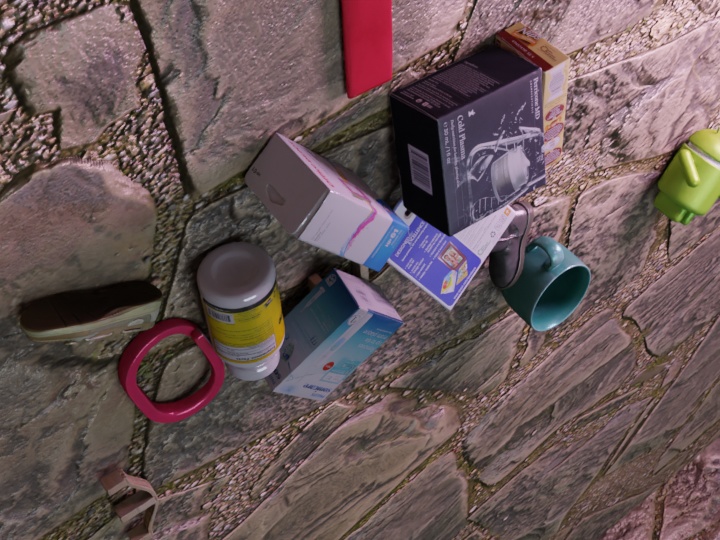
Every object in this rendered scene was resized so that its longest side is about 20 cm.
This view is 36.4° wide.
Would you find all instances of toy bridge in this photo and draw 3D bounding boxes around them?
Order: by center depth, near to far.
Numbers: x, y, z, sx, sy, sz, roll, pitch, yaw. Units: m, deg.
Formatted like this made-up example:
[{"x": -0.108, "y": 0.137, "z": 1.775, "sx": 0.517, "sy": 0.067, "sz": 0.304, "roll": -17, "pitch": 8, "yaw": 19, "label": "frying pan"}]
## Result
[{"x": 0.000, "y": 0.000, "z": 1.757, "sx": 0.198, "sy": 0.027, "sz": 0.068, "roll": -28, "pitch": 142, "yaw": -22, "label": "toy bridge"}, {"x": -0.360, "y": 0.376, "z": 1.758, "sx": 0.067, "sy": 0.027, "sz": 0.202, "roll": -31, "pitch": 144, "yaw": -19, "label": "toy bridge"}]

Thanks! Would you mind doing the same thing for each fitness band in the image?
[{"x": -0.279, "y": 0.150, "z": 1.621, "sx": 0.143, "sy": 0.037, "sz": 0.201, "roll": -35, "pitch": 143, "yaw": -9, "label": "fitness band"}]

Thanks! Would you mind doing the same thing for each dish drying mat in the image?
[{"x": 0.008, "y": -0.323, "z": 1.447, "sx": 0.076, "sy": 0.018, "sz": 0.202, "roll": -29, "pitch": 143, "yaw": -21, "label": "dish drying mat"}]

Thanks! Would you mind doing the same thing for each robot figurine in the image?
[{"x": 0.671, "y": -0.192, "z": 2.172, "sx": 0.174, "sy": 0.116, "sz": 0.202, "roll": 10, "pitch": 118, "yaw": -47, "label": "robot figurine"}]

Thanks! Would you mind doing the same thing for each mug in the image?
[{"x": 0.343, "y": 0.006, "z": 2.039, "sx": 0.150, "sy": 0.114, "sz": 0.187, "roll": -6, "pitch": 129, "yaw": -41, "label": "mug"}]

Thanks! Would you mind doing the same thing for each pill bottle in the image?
[{"x": -0.168, "y": 0.065, "z": 1.578, "sx": 0.111, "sy": 0.113, "sz": 0.202, "roll": -29, "pitch": 143, "yaw": -21, "label": "pill bottle"}]

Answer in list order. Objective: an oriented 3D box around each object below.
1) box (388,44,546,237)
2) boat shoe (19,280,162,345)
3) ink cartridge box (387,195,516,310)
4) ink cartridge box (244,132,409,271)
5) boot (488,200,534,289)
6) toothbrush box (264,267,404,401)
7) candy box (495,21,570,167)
[{"x": 0.162, "y": -0.193, "z": 1.615, "sx": 0.195, "sy": 0.124, "sz": 0.203, "roll": -29, "pitch": 130, "yaw": -24, "label": "box"}, {"x": -0.350, "y": 0.066, "z": 1.431, "sx": 0.199, "sy": 0.073, "sz": 0.064, "roll": -18, "pitch": 133, "yaw": -44, "label": "boat shoe"}, {"x": 0.128, "y": -0.071, "z": 1.753, "sx": 0.199, "sy": 0.047, "sz": 0.199, "roll": 37, "pitch": 87, "yaw": -28, "label": "ink cartridge box"}, {"x": -0.045, "y": -0.092, "z": 1.514, "sx": 0.085, "sy": 0.145, "sz": 0.199, "roll": -53, "pitch": 145, "yaw": 13, "label": "ink cartridge box"}, {"x": 0.206, "y": -0.037, "z": 1.894, "sx": 0.198, "sy": 0.072, "sz": 0.185, "roll": -17, "pitch": 123, "yaw": -44, "label": "boot"}, {"x": -0.053, "y": 0.106, "z": 1.732, "sx": 0.200, "sy": 0.086, "sz": 0.146, "roll": -43, "pitch": 150, "yaw": 15, "label": "toothbrush box"}, {"x": 0.259, "y": -0.263, "z": 1.677, "sx": 0.055, "sy": 0.116, "sz": 0.202, "roll": -28, "pitch": 142, "yaw": -20, "label": "candy box"}]
